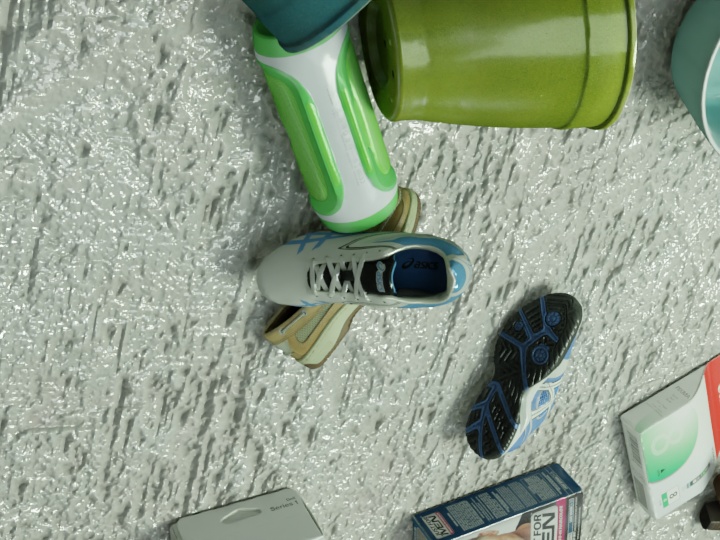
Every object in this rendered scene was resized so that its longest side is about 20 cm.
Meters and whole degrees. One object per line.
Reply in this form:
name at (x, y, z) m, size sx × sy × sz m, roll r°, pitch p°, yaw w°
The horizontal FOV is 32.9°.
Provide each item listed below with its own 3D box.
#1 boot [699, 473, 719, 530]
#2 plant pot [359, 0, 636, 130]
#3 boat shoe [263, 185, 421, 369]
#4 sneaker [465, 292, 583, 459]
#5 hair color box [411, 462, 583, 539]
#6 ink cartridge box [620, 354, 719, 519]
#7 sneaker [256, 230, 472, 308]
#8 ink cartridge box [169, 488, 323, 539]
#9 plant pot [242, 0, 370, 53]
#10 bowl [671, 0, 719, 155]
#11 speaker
boot at (0.530, 0.295, 1.578) m, size 0.145 × 0.071 × 0.200 m, roll -6°, pitch 157°, yaw -6°
plant pot at (0.104, -0.204, 1.039) m, size 0.191 × 0.201 × 0.202 m, roll -11°, pitch 122°, yaw -11°
boat shoe at (-0.021, -0.002, 1.154) m, size 0.076 × 0.072 × 0.201 m, roll 30°, pitch 99°, yaw -21°
sneaker at (0.184, 0.112, 1.334) m, size 0.077 × 0.076 × 0.201 m, roll 8°, pitch 115°, yaw -56°
hair color box at (0.161, 0.309, 1.429) m, size 0.198 × 0.061 × 0.101 m, roll -16°, pitch 123°, yaw -19°
ink cartridge box at (0.424, 0.199, 1.519) m, size 0.199 × 0.050 × 0.162 m, roll -27°, pitch 126°, yaw -10°
sneaker at (0.000, 0.000, 1.089) m, size 0.198 × 0.072 × 0.073 m, roll -3°, pitch 94°, yaw 11°
ink cartridge box at (-0.117, 0.347, 1.284) m, size 0.145 × 0.084 × 0.202 m, roll -13°, pitch 123°, yaw -22°
plant pot at (-0.059, -0.297, 0.894) m, size 0.188 × 0.200 × 0.200 m, roll 38°, pitch 96°, yaw -23°
bowl at (0.392, -0.216, 1.228) m, size 0.199 × 0.105 × 0.202 m, roll -14°, pitch 122°, yaw -22°
speaker at (-0.028, -0.132, 1.060) m, size 0.088 × 0.088 × 0.201 m, roll -28°, pitch 126°, yaw -11°
